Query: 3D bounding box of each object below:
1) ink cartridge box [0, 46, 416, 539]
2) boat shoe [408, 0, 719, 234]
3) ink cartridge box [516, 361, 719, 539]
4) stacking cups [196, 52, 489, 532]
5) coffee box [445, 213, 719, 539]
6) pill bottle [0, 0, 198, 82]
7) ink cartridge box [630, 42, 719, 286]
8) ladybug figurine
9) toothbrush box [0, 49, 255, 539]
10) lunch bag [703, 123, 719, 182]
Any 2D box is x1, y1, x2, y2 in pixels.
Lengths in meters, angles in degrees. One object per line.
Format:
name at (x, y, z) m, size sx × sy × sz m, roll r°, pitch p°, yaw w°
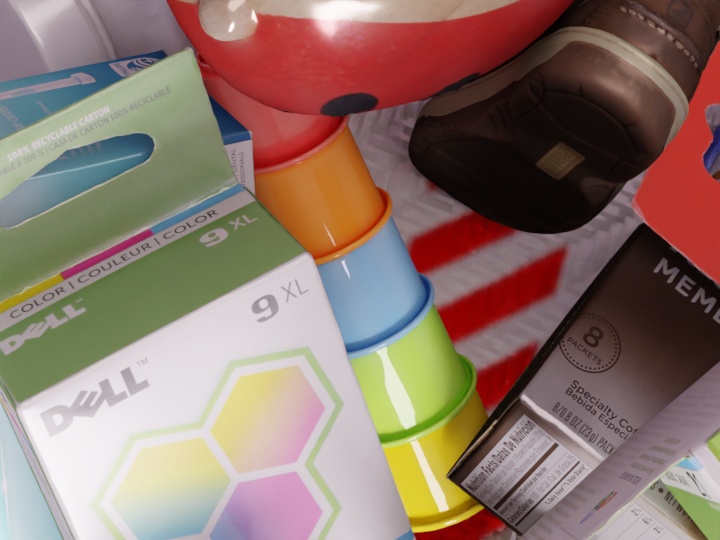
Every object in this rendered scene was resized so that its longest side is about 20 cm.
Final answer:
ink cartridge box at (-0.057, 0.043, 0.795) m, size 0.103 × 0.059 × 0.201 m, roll -27°, pitch 123°, yaw -13°
boat shoe at (0.080, -0.066, 0.906) m, size 0.075 × 0.202 × 0.075 m, roll 35°, pitch 75°, yaw -12°
ink cartridge box at (0.114, 0.081, 0.763) m, size 0.200 × 0.148 × 0.076 m, roll -40°, pitch 88°, yaw -1°
stacking cups at (0.000, 0.000, 0.901) m, size 0.060 × 0.060 × 0.201 m, roll -32°, pitch 120°, yaw -19°
coffee box at (0.149, 0.084, 0.894) m, size 0.200 × 0.080 × 0.114 m, roll 39°, pitch 59°, yaw 3°
pill bottle at (-0.050, -0.131, 0.926) m, size 0.199 × 0.112 × 0.113 m, roll -33°, pitch 91°, yaw -19°
ink cartridge box at (0.210, -0.018, 0.907) m, size 0.200 × 0.050 × 0.162 m, roll 38°, pitch 42°, yaw -4°
ladybug figurine at (0.009, -0.103, 0.817) m, size 0.200 × 0.135 × 0.072 m, roll -30°, pitch 129°, yaw -46°
toothbrush box at (-0.138, 0.023, 0.832) m, size 0.199 × 0.085 × 0.147 m, roll -12°, pitch 118°, yaw -21°
lunch bag at (0.207, -0.022, 1.006) m, size 0.160 × 0.076 × 0.200 m, roll 37°, pitch 73°, yaw -4°
